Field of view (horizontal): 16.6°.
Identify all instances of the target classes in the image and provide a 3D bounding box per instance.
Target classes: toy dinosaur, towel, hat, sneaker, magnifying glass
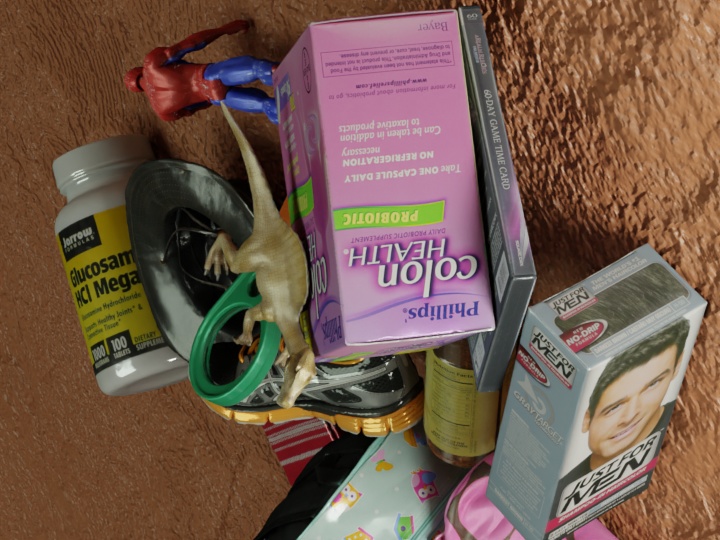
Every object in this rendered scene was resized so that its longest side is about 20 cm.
[{"bbox_3d":[-0.058,-0.009,1.613,0.101,0.058,0.201,-24,78,64],"label":"toy dinosaur"},{"bbox_3d":[-0.069,0.084,2.039,0.201,0.022,0.145,64,156,1],"label":"towel"},{"bbox_3d":[-0.097,-0.010,1.928,0.200,0.081,0.201,26,133,31],"label":"hat"},{"bbox_3d":[-0.041,0.067,1.812,0.199,0.078,0.077,3,124,29],"label":"sneaker"},{"bbox_3d":[-0.068,0.005,1.808,0.022,0.201,0.079,26,175,-40],"label":"magnifying glass"}]

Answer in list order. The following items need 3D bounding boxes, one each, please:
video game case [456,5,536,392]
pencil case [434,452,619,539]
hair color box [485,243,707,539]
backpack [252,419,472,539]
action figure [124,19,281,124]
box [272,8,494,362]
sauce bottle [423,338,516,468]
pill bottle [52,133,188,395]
[{"bbox_3d":[0.075,-0.044,1.555,0.143,0.019,0.201,102,163,-59],"label":"video game case"},{"bbox_3d":[0.143,0.217,1.706,0.200,0.094,0.091,41,162,36],"label":"pencil case"},{"bbox_3d":[0.147,0.084,1.567,0.061,0.099,0.200,47,150,28],"label":"hair color box"},{"bbox_3d":[0.009,0.200,1.845,0.153,0.176,0.200,39,149,7],"label":"backpack"},{"bbox_3d":[-0.082,-0.146,1.814,0.199,0.099,0.065,5,119,34],"label":"action figure"},{"bbox_3d":[0.011,-0.049,1.573,0.176,0.096,0.201,152,111,-79],"label":"box"},{"bbox_3d":[0.078,0.049,1.701,0.066,0.066,0.200,41,144,35],"label":"sauce bottle"},{"bbox_3d":[-0.189,-0.005,2.047,0.112,0.112,0.201,-36,70,63],"label":"pill bottle"}]
